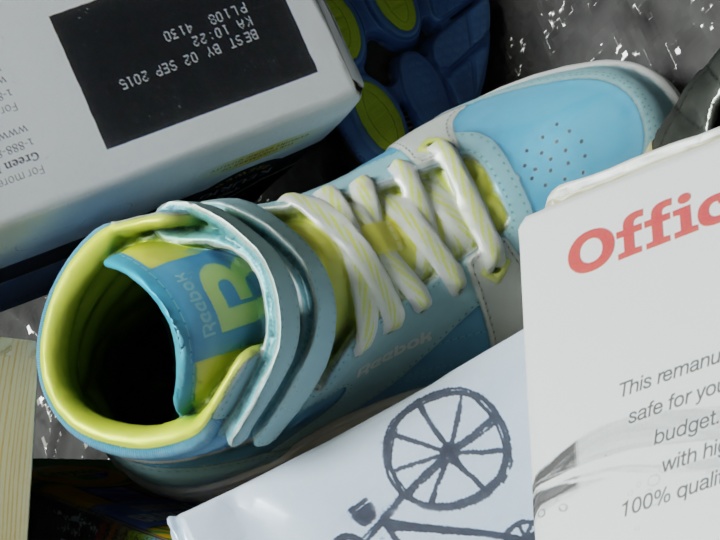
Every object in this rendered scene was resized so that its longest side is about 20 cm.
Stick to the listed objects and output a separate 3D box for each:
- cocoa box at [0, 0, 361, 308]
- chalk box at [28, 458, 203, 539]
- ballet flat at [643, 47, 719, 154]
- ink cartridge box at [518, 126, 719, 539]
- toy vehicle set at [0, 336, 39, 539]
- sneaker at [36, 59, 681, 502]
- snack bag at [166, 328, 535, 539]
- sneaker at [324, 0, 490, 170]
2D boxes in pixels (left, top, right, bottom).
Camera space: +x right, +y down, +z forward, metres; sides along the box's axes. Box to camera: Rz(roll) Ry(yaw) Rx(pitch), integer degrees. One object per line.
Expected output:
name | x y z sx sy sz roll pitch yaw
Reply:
cocoa box | -0.128 -0.057 0.874 0.134 0.199 0.131 65 156 7
chalk box | -0.051 0.128 0.928 0.199 0.123 0.126 16 99 49
ballet flat | 0.133 -0.051 0.750 0.200 0.057 0.067 -39 84 36
ink cartridge box | 0.120 0.062 0.693 0.144 0.084 0.201 -21 52 27
toy vehicle set | -0.134 0.098 0.901 0.200 0.026 0.125 149 126 -68
sneaker | 0.000 0.000 0.830 0.199 0.131 0.080 -33 76 8
snack bag | 0.070 0.096 0.777 0.199 0.021 0.189 -28 59 -5
sneaker | -0.021 -0.101 0.966 0.200 0.070 0.083 57 147 32
